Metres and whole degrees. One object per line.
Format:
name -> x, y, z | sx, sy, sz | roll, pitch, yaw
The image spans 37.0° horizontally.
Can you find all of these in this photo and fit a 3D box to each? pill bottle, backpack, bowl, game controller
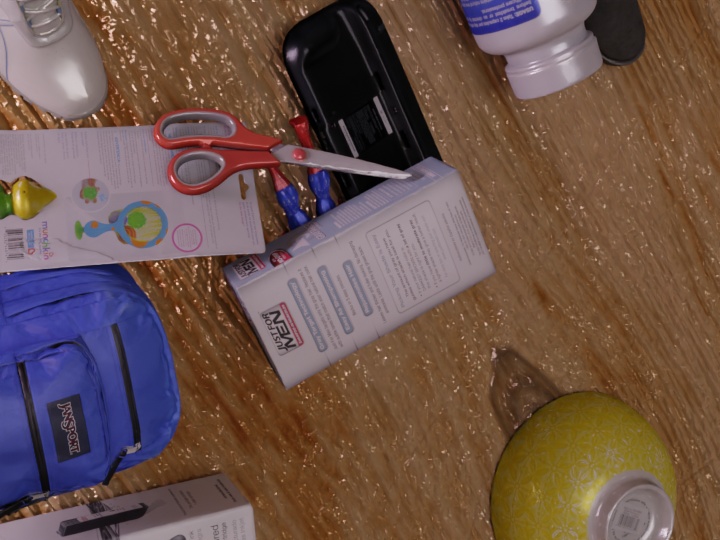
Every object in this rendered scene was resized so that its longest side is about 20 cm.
pill bottle -> 0.134, -0.254, 0.916 | 0.112, 0.112, 0.201 | -30, 109, -17
backpack -> -0.230, 0.091, 0.777 | 0.199, 0.168, 0.164 | -14, 115, -23
bowl -> 0.236, 0.226, 1.035 | 0.199, 0.108, 0.202 | -3, 99, -23
game controller -> 0.007, -0.126, 0.912 | 0.104, 0.042, 0.201 | -34, 109, -24

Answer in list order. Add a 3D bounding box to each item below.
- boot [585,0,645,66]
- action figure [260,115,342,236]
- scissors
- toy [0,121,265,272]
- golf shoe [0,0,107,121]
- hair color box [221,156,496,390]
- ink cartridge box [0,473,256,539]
boot -> 0.241, -0.255, 0.914 | 0.073, 0.200, 0.182 | -45, 113, -14
action figure -> -0.032, -0.029, 0.910 | 0.065, 0.052, 0.201 | -27, 111, -13
scissors -> -0.060, -0.097, 0.842 | 0.198, 0.014, 0.074 | -5, 66, -11
toy -> -0.181, -0.053, 0.830 | 0.198, 0.047, 0.116 | -3, 69, -19
golf shoe -> -0.243, -0.195, 0.765 | 0.078, 0.097, 0.201 | -36, 112, -17
hair color box -> 0.000, 0.000, 0.873 | 0.199, 0.061, 0.100 | -29, 114, -10
ink cartridge box -> -0.185, 0.263, 0.865 | 0.198, 0.084, 0.146 | -9, 102, -22
